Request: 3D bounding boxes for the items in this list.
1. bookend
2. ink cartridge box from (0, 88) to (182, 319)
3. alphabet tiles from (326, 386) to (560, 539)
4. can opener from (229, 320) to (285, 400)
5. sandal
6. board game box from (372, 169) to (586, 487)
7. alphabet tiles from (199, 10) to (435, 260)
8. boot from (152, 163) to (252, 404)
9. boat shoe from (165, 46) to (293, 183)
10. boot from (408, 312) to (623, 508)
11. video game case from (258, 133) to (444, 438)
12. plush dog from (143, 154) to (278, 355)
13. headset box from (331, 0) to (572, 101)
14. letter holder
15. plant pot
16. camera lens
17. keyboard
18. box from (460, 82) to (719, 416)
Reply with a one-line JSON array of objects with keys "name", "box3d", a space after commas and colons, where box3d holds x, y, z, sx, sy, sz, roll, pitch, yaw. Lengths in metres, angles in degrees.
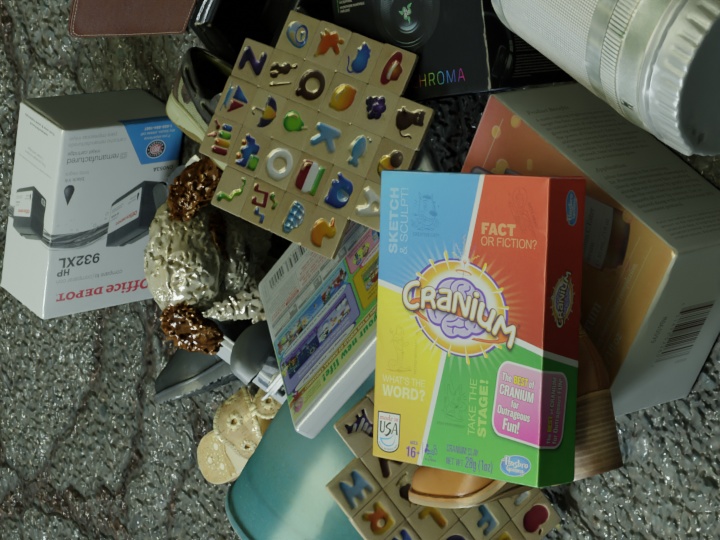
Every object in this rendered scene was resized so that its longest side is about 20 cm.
[{"name": "bookend", "box3d": [-0.029, -0.222, 1.516, 0.200, 0.092, 0.199, 52, 133, 28]}, {"name": "ink cartridge box", "box3d": [-0.264, -0.067, 1.789, 0.084, 0.144, 0.202, 33, 122, 40]}, {"name": "alphabet tiles", "box3d": [0.070, 0.156, 1.393, 0.201, 0.166, 0.006, 54, 167, -25]}, {"name": "can opener", "box3d": [-0.042, 0.031, 1.506, 0.067, 0.200, 0.053, 37, 133, -3]}, {"name": "sandal", "box3d": [-0.113, 0.155, 1.715, 0.212, 0.069, 0.078, -40, 68, 46]}, {"name": "board game box", "box3d": [0.077, 0.034, 1.227, 0.152, 0.040, 0.202, 5, 94, 44]}, {"name": "alphabet tiles", "box3d": [-0.037, -0.107, 1.407, 0.199, 0.006, 0.168, 24, 93, 35]}, {"name": "boot", "box3d": [-0.166, 0.014, 1.750, 0.164, 0.065, 0.202, -26, 81, 41]}, {"name": "boat shoe", "box3d": [-0.097, -0.127, 1.491, 0.201, 0.071, 0.067, 36, 131, 45]}, {"name": "boot", "box3d": [0.092, 0.082, 1.285, 0.199, 0.076, 0.157, -25, 78, 52]}, {"name": "video game case", "box3d": [0.000, 0.000, 1.383, 0.200, 0.022, 0.183, -49, 33, 22]}, {"name": "plush dog", "box3d": [-0.136, -0.022, 1.592, 0.159, 0.172, 0.202, 1, 99, 15]}, {"name": "headset box", "box3d": [0.063, -0.234, 1.404, 0.173, 0.092, 0.202, -1, 97, 49]}, {"name": "letter holder", "box3d": [-0.211, -0.323, 1.673, 0.101, 0.141, 0.201, 52, 133, 29]}, {"name": "plant pot", "box3d": [0.017, 0.146, 1.475, 0.200, 0.199, 0.189, 39, 112, 38]}, {"name": "camera lens", "box3d": [0.193, -0.190, 1.205, 0.200, 0.159, 0.161, 43, 128, 36]}, {"name": "keyboard", "box3d": [-0.083, 0.100, 1.638, 0.199, 0.011, 0.056, 37, 165, 11]}, {"name": "box", "box3d": [0.166, -0.017, 1.316, 0.200, 0.106, 0.153, 44, 129, 34]}]
